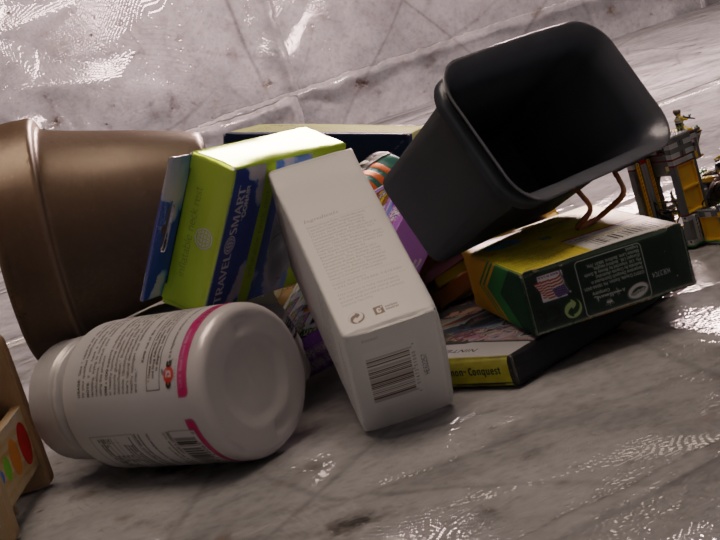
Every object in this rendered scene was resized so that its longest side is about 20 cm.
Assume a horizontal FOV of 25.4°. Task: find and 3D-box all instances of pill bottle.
[{"bbox_3d":[-0.149,0.089,1.190,0.200,0.114,0.113,-8,13,40],"label":"pill bottle"}]

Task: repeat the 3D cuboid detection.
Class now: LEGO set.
[{"bbox_3d":[0.325,-0.095,1.385,0.154,0.116,0.200,-22,11,-24],"label":"LEGO set"}]

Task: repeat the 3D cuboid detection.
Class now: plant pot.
[{"bbox_3d":[-0.202,-0.037,1.311,0.174,0.201,0.200,-13,9,-4],"label":"plant pot"}]

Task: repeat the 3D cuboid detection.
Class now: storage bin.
[{"bbox_3d":[0.124,-0.084,1.237,0.200,0.146,0.134,-25,-14,-41],"label":"storage bin"}]

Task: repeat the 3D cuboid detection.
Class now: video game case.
[{"bbox_3d":[0.114,0.045,1.246,0.200,0.026,0.180,-26,13,-41],"label":"video game case"}]

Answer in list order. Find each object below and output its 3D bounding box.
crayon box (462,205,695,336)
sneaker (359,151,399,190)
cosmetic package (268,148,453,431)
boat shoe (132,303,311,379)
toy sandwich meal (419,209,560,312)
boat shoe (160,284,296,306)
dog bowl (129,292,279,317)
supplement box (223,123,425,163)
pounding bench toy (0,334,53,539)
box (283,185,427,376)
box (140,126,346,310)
[{"bbox_3d":[0.158,-0.005,1.225,0.127,0.051,0.200,-18,10,-8],"label":"crayon box"},{"bbox_3d":[0.005,-0.067,1.519,0.200,0.080,0.071,-8,-40,-40],"label":"sneaker"},{"bbox_3d":[-0.002,0.010,1.164,0.074,0.102,0.200,-17,43,-6],"label":"cosmetic package"},{"bbox_3d":[-0.123,0.068,1.294,0.200,0.066,0.072,-7,35,36],"label":"boat shoe"},{"bbox_3d":[0.104,-0.009,1.416,0.205,0.070,0.205,-31,-14,-9],"label":"toy sandwich meal"},{"bbox_3d":[-0.096,0.017,1.458,0.200,0.065,0.071,-20,12,1],"label":"boat shoe"},{"bbox_3d":[-0.171,0.017,1.414,0.200,0.200,0.059,-16,-33,7],"label":"dog bowl"},{"bbox_3d":[-0.032,-0.089,1.740,0.199,0.135,0.200,1,8,7],"label":"supplement box"},{"bbox_3d":[-0.327,0.099,1.181,0.124,0.200,0.156,-17,10,3],"label":"pounding bench toy"},{"bbox_3d":[0.000,0.000,1.336,0.137,0.039,0.200,-30,24,43],"label":"box"},{"bbox_3d":[-0.087,-0.040,1.250,0.048,0.122,0.200,22,20,23],"label":"box"}]
